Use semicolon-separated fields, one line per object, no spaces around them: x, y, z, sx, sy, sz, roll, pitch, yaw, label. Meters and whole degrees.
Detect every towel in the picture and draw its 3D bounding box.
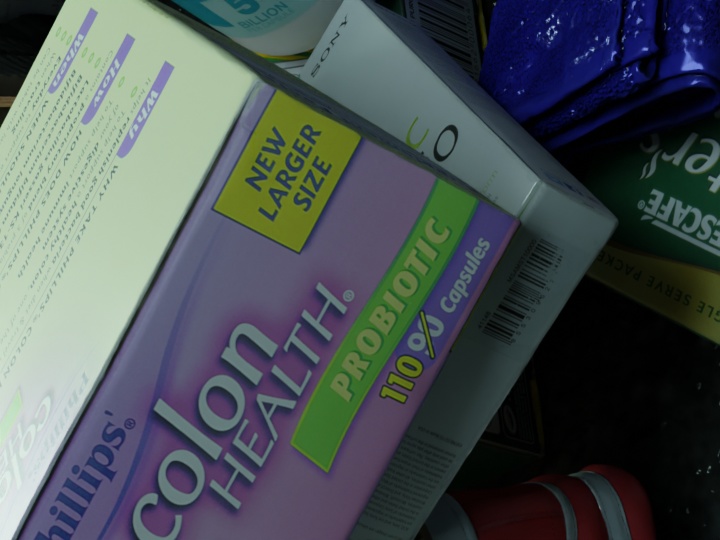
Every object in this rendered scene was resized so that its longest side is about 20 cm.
0.090;-0.136;0.785;0.147;0.049;0.201;-23;50;60;towel

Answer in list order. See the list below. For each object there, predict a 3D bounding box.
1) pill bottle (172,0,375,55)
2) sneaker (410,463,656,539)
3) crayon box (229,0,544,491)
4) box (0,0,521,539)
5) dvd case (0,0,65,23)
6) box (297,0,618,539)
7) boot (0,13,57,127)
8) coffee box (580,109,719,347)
-0.077;-0.169;0.821;0.110;0.200;0.111;-28;47;35;pill bottle
0.045;0.141;0.794;0.071;0.112;0.201;61;150;33;sneaker
-0.021;0.000;0.891;0.172;0.058;0.201;-25;62;37;crayon box
-0.065;0.015;0.718;0.177;0.096;0.200;-61;26;4;box
-0.170;-0.135;0.959;0.017;0.200;0.144;23;117;20;dvd case
0.000;0.000;0.759;0.145;0.036;0.200;-58;26;11;box
-0.163;-0.034;0.958;0.077;0.200;0.139;28;103;20;boot
0.153;-0.069;0.754;0.123;0.044;0.201;31;100;44;coffee box
